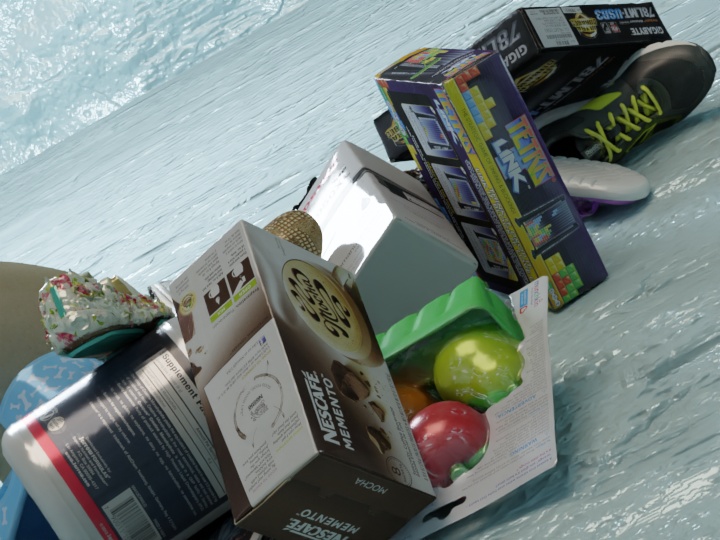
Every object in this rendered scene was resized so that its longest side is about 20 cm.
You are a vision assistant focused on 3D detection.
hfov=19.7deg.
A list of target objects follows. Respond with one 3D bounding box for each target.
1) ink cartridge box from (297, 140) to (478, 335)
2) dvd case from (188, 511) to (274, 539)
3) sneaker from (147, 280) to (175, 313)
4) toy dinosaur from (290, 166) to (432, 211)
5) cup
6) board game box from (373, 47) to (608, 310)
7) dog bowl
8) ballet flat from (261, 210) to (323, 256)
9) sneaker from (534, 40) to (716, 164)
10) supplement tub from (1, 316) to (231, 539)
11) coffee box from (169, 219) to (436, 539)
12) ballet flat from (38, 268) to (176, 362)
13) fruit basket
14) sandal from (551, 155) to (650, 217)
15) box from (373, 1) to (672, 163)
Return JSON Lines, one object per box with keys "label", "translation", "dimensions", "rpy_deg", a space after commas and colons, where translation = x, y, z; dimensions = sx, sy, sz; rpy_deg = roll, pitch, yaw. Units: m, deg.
{"label": "ink cartridge box", "translation": [0.000, 0.000, 1.655], "dimensions": [0.145, 0.084, 0.200], "rpy_deg": [-56, 21, 11]}
{"label": "dvd case", "translation": [-0.124, 0.217, 1.469], "dimensions": [0.150, 0.025, 0.200], "rpy_deg": [-25, 16, 22]}
{"label": "sneaker", "translation": [-0.145, 0.045, 1.979], "dimensions": [0.079, 0.074, 0.200], "rpy_deg": [-27, 19, -20]}
{"label": "toy dinosaur", "translation": [-0.001, -0.034, 1.869], "dimensions": [0.200, 0.102, 0.136], "rpy_deg": [-52, -11, 26]}
{"label": "cup", "translation": [-0.250, 0.088, 1.854], "dimensions": [0.143, 0.201, 0.200], "rpy_deg": [-3, 18, 1]}
{"label": "board game box", "translation": [0.100, -0.077, 1.633], "dimensions": [0.057, 0.200, 0.165], "rpy_deg": [-31, 16, -14]}
{"label": "dog bowl", "translation": [-0.228, 0.163, 1.578], "dimensions": [0.050, 0.111, 0.200], "rpy_deg": [20, 95, 51]}
{"label": "ballet flat", "translation": [-0.096, 0.038, 1.592], "dimensions": [0.200, 0.070, 0.065], "rpy_deg": [-61, -25, -3]}
{"label": "sneaker", "translation": [0.226, -0.126, 1.819], "dimensions": [0.200, 0.074, 0.085], "rpy_deg": [-33, 19, 28]}
{"label": "supplement tub", "translation": [-0.142, 0.122, 1.490], "dimensions": [0.200, 0.140, 0.140], "rpy_deg": [-34, 16, -11]}
{"label": "coffee box", "translation": [-0.041, 0.078, 1.344], "dimensions": [0.080, 0.113, 0.200], "rpy_deg": [-41, 46, 23]}
{"label": "ballet flat", "translation": [-0.184, 0.031, 1.526], "dimensions": [0.076, 0.064, 0.200], "rpy_deg": [-30, -9, 4]}
{"label": "fruit basket", "translation": [0.058, 0.108, 1.392], "dimensions": [0.185, 0.094, 0.200], "rpy_deg": [-32, 35, 22]}
{"label": "sandal", "translation": [0.164, -0.067, 1.765], "dimensions": [0.082, 0.050, 0.202], "rpy_deg": [-17, 20, -41]}
{"label": "box", "translation": [0.144, -0.167, 1.844], "dimensions": [0.198, 0.050, 0.200], "rpy_deg": [-7, -21, -47]}
